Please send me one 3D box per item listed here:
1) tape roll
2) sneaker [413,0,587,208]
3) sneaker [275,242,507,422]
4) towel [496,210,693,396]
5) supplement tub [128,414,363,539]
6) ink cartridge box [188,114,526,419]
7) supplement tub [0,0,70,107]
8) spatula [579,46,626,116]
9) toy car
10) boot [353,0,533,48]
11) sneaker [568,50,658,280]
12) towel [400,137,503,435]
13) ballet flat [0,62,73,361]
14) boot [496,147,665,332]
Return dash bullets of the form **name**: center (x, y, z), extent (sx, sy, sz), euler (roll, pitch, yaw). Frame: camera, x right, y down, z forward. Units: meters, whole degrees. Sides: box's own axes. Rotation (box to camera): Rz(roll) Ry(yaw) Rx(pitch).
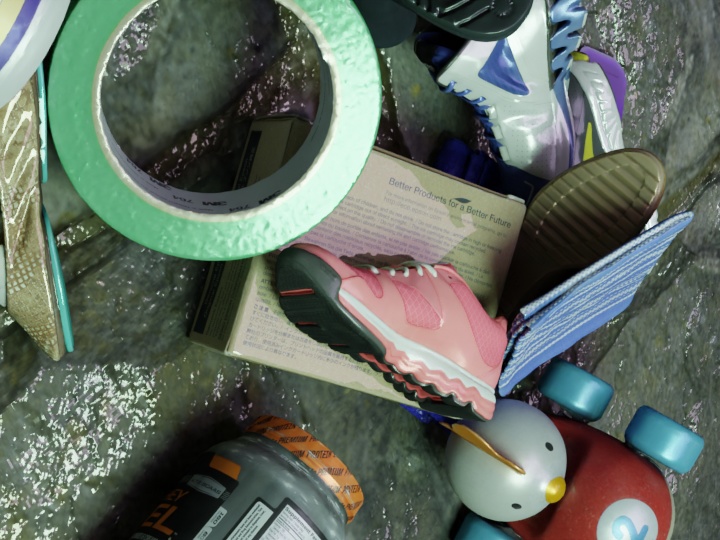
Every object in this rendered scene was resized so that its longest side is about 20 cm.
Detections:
- **tape roll**: center (-0.088, -0.107, 0.887), extent (0.199, 0.048, 0.201), euler (-3, 110, -9)
- **sneaker**: center (0.096, -0.138, 1.075), extent (0.115, 0.081, 0.200), euler (-7, 121, -12)
- **sneaker**: center (0.024, 0.023, 0.966), extent (0.200, 0.074, 0.087), euler (37, 68, -34)
- **towel**: center (0.162, 0.028, 1.067), extent (0.144, 0.024, 0.200), euler (-32, 167, -12)
- **supplement tub**: center (-0.094, 0.201, 0.979), extent (0.200, 0.122, 0.123), euler (-49, 130, -26)
- **ink cartridge box**: center (0.000, 0.000, 1.022), extent (0.199, 0.075, 0.166), euler (18, 86, -28)
- **supplement tub**: center (-0.254, -0.169, 0.709), extent (0.200, 0.145, 0.146), euler (28, 80, -45)
- **spatula**: center (0.186, -0.089, 1.256), extent (0.056, 0.021, 0.201), euler (16, 92, -30)
- **toy car**: center (0.140, 0.163, 1.150), extent (0.200, 0.177, 0.185), euler (29, 91, -53)
- **boot**: center (0.026, -0.187, 0.919), extent (0.076, 0.200, 0.168), euler (-50, 165, -8)
- **sneaker**: center (0.181, -0.076, 1.212), extent (0.084, 0.074, 0.201), euler (-24, 99, -13)
- **towel**: center (0.077, 0.016, 1.155), extent (0.148, 0.049, 0.201), euler (38, 73, -43)
- **ballet flat**: center (-0.210, -0.041, 0.856), extent (0.065, 0.071, 0.201), euler (-8, 105, -15)
- **boot**: center (0.172, -0.025, 1.113), extent (0.200, 0.072, 0.166), euler (-45, 165, 27)
